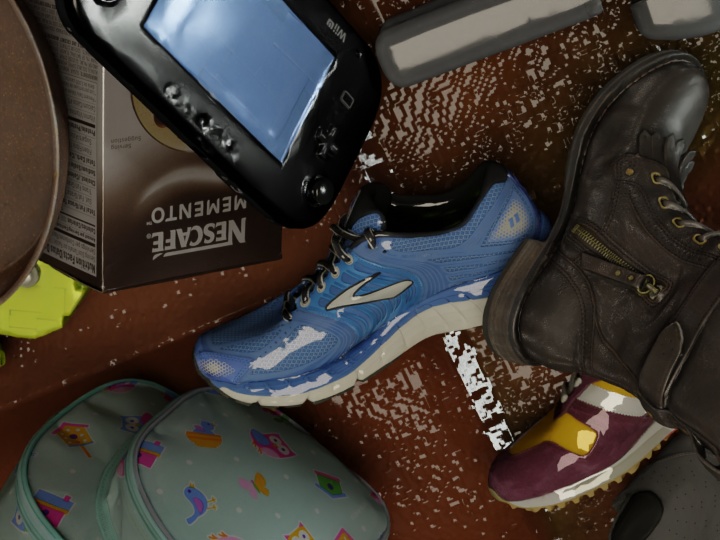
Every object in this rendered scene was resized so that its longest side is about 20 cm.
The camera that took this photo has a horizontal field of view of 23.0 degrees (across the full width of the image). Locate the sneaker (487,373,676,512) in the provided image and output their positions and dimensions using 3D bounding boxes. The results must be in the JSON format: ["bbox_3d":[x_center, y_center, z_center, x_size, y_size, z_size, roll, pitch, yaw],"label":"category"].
[{"bbox_3d":[0.140,0.045,0.926,0.200,0.075,0.090,-33,103,5],"label":"sneaker"}]

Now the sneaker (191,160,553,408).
[{"bbox_3d":[0.000,0.000,0.916,0.200,0.079,0.089,-26,117,4],"label":"sneaker"}]

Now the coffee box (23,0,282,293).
[{"bbox_3d":[-0.101,-0.101,0.872,0.080,0.113,0.200,21,116,46],"label":"coffee box"}]

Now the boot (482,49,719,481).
[{"bbox_3d":[0.165,-0.007,0.835,0.069,0.174,0.200,39,76,-41],"label":"boot"}]

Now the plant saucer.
[{"bbox_3d":[-0.211,-0.074,0.867,0.200,0.034,0.200,9,106,33],"label":"plant saucer"}]

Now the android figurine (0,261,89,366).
[{"bbox_3d":[-0.220,-0.028,0.954,0.200,0.041,0.182,8,107,5],"label":"android figurine"}]

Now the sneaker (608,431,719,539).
[{"bbox_3d":[0.191,0.160,0.887,0.115,0.200,0.075,-40,123,2],"label":"sneaker"}]

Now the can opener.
[{"bbox_3d":[0.106,-0.131,0.884,0.200,0.053,0.067,-16,105,10],"label":"can opener"}]

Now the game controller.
[{"bbox_3d":[-0.060,-0.106,0.823,0.200,0.042,0.104,44,73,-44],"label":"game controller"}]

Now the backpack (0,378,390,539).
[{"bbox_3d":[-0.096,0.149,0.921,0.200,0.176,0.153,32,122,8],"label":"backpack"}]
